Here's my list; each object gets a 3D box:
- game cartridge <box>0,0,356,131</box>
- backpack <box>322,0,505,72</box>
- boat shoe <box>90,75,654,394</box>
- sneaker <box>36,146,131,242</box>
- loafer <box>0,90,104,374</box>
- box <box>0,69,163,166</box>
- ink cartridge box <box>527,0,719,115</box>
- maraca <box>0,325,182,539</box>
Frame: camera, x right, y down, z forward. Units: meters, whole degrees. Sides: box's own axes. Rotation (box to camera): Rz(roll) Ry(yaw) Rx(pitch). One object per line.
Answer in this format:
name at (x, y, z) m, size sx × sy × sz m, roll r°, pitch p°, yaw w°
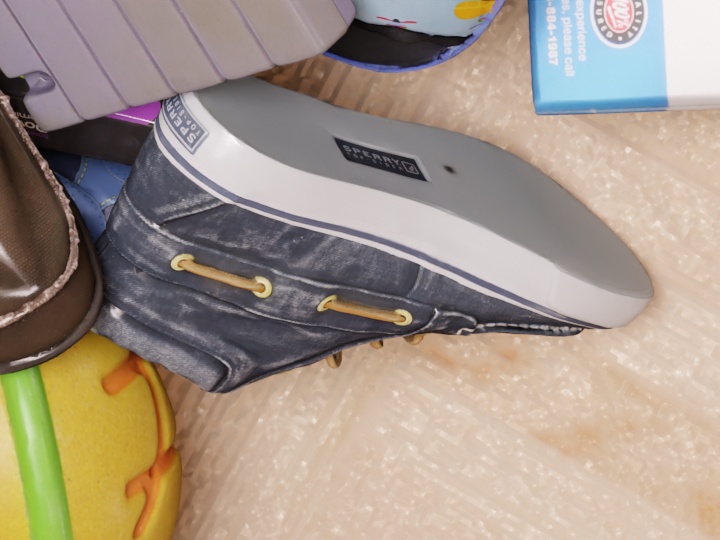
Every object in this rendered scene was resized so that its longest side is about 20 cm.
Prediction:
game cartridge at (-0.096, -0.139, 0.873) m, size 0.130 × 0.038 × 0.200 m, roll -14°, pitch 118°, yaw 36°
backpack at (-0.020, -0.166, 0.920) m, size 0.200 × 0.135 × 0.183 m, roll 26°, pitch 136°, yaw 13°
boat shoe at (0.000, 0.000, 0.985) m, size 0.091 × 0.200 × 0.071 m, roll -54°, pitch 38°, yaw 25°
sneaker at (-0.136, -0.032, 1.033) m, size 0.200 × 0.082 × 0.074 m, roll 40°, pitch 127°, yaw 10°
loafer at (-0.153, -0.053, 0.918) m, size 0.073 × 0.071 × 0.200 m, roll -36°, pitch 74°, yaw -11°
box at (-0.135, -0.116, 1.008) m, size 0.200 × 0.036 × 0.143 m, roll 12°, pitch 61°, yaw 5°
ink cartridge box at (0.157, -0.128, 0.966) m, size 0.200 × 0.084 × 0.146 m, roll -1°, pitch 94°, yaw 12°
maraca at (-0.114, 0.081, 1.002) m, size 0.107 × 0.137 × 0.200 m, roll -9°, pitch 135°, yaw -11°
